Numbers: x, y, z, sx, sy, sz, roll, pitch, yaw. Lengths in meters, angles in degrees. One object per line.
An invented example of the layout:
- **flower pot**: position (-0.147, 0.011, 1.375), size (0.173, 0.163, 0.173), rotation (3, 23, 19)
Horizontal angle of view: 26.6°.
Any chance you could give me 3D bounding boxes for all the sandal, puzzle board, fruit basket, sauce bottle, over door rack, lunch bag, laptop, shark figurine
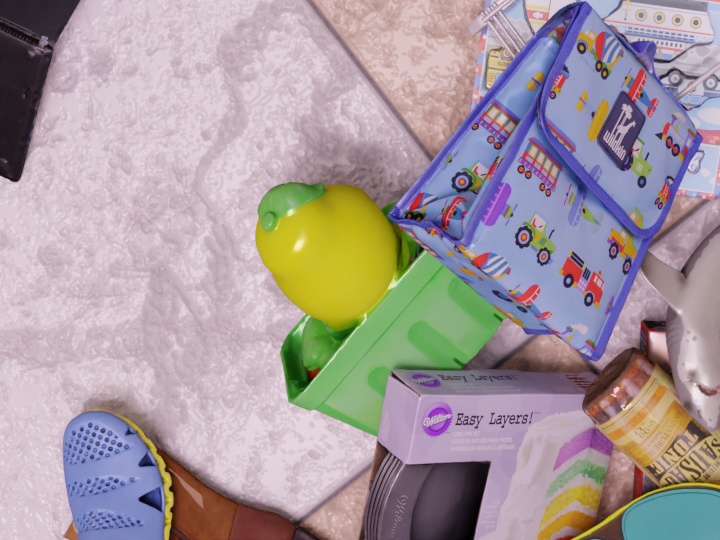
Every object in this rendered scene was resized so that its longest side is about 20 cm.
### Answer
- **sandal**: position (-0.183, 0.203, 1.149), size (0.079, 0.087, 0.203), rotation (-19, 83, 17)
- **puzzle board**: position (0.184, -0.141, 1.146), size (0.197, 0.017, 0.153), rotation (8, 98, 4)
- **fruit basket**: position (0.000, 0.000, 1.109), size (0.212, 0.156, 0.219), rotation (-2, 107, -6)
- **sauce bottle**: position (0.248, 0.143, 1.089), size (0.200, 0.066, 0.066), rotation (41, 99, -3)
- **over door rack**: position (0.195, -0.181, 1.091), size (0.199, 0.067, 0.148), rotation (-38, 92, 28)
- **lunch bag**: position (0.141, -0.070, 1.026), size (0.150, 0.094, 0.201), rotation (37, 82, -32)
- **laptop**: position (-0.303, -0.205, 1.186), size (0.175, 0.104, 0.202), rotation (25, 124, 2)
- **shark figurine**: position (0.268, -0.001, 1.101), size (0.128, 0.090, 0.214), rotation (45, 74, 2)

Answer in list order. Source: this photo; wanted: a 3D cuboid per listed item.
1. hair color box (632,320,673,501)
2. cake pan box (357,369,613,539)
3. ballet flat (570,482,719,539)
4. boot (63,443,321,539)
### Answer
- **hair color box**: position (0.264, 0.143, 1.151), size (0.109, 0.064, 0.203), rotation (1, 96, 6)
- **cake pan box**: position (0.089, 0.166, 1.118), size (0.198, 0.052, 0.187), rotation (4, 104, -32)
- **ballet flat**: position (0.196, 0.203, 1.082), size (0.199, 0.067, 0.068), rotation (-30, 61, 29)
- **boot**: position (-0.147, 0.252, 1.199), size (0.198, 0.068, 0.190), rotation (27, 99, 2)
